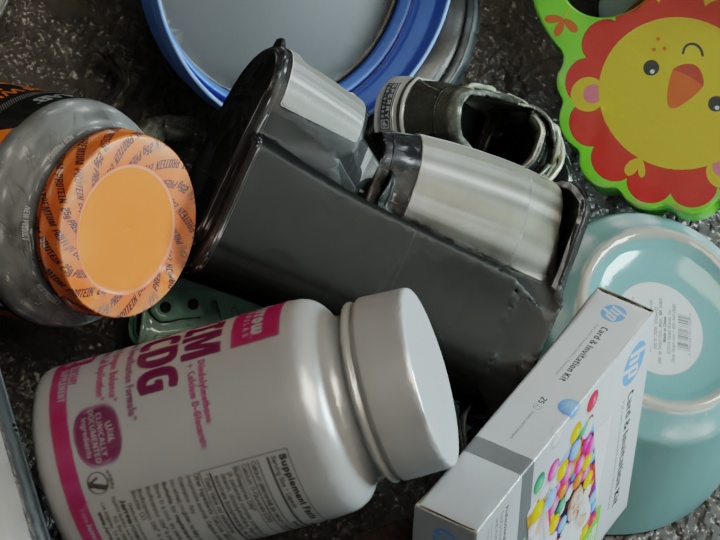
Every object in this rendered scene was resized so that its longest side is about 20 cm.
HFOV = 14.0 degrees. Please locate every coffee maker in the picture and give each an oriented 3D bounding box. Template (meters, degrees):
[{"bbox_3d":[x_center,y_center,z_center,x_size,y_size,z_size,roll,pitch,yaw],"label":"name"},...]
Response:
[{"bbox_3d":[0.000,0.000,1.594,0.199,0.135,0.193,23,63,-15],"label":"coffee maker"}]

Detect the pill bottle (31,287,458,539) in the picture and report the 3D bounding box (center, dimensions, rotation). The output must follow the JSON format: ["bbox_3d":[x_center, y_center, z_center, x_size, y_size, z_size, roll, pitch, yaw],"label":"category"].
[{"bbox_3d":[-0.057,0.080,1.507,0.199,0.113,0.114,-16,71,11],"label":"pill bottle"}]

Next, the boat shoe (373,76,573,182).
[{"bbox_3d":[0.084,-0.067,1.729,0.200,0.063,0.071,17,77,-57],"label":"boat shoe"}]

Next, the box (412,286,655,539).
[{"bbox_3d":[0.090,0.128,1.590,0.041,0.156,0.200,23,44,21],"label":"box"}]

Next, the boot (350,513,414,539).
[{"bbox_3d":[0.026,0.229,1.639,0.200,0.072,0.167,-24,73,-32],"label":"boot"}]

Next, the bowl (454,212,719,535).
[{"bbox_3d":[0.160,0.046,1.743,0.200,0.105,0.202,9,65,-19],"label":"bowl"}]

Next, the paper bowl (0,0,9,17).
[{"bbox_3d":[-0.288,-0.197,1.665,0.200,0.104,0.202,9,65,-20],"label":"paper bowl"}]

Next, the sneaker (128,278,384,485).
[{"bbox_3d":[-0.067,0.047,1.671,0.118,0.074,0.201,-23,84,-21],"label":"sneaker"}]

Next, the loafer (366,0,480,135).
[{"bbox_3d":[0.023,-0.114,1.776,0.072,0.073,0.201,19,62,-9],"label":"loafer"}]

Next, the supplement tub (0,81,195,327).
[{"bbox_3d":[-0.189,-0.038,1.570,0.122,0.200,0.123,-14,110,-45],"label":"supplement tub"}]

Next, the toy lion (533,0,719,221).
[{"bbox_3d":[0.183,-0.137,1.760,0.200,0.069,0.192,37,90,14],"label":"toy lion"}]

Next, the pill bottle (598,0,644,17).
[{"bbox_3d":[0.219,-0.148,1.845,0.109,0.109,0.200,-27,80,-29],"label":"pill bottle"}]

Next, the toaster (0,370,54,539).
[{"bbox_3d":[-0.240,0.109,1.510,0.118,0.181,0.201,-12,74,-23],"label":"toaster"}]

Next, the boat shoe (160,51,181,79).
[{"bbox_3d":[-0.117,-0.203,1.719,0.063,0.073,0.201,-28,116,-13],"label":"boat shoe"}]

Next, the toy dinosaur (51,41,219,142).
[{"bbox_3d":[-0.130,-0.079,1.712,0.199,0.047,0.088,22,80,-15],"label":"toy dinosaur"}]

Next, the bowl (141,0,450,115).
[{"bbox_3d":[-0.039,-0.180,1.696,0.200,0.039,0.202,-6,102,-30],"label":"bowl"}]
